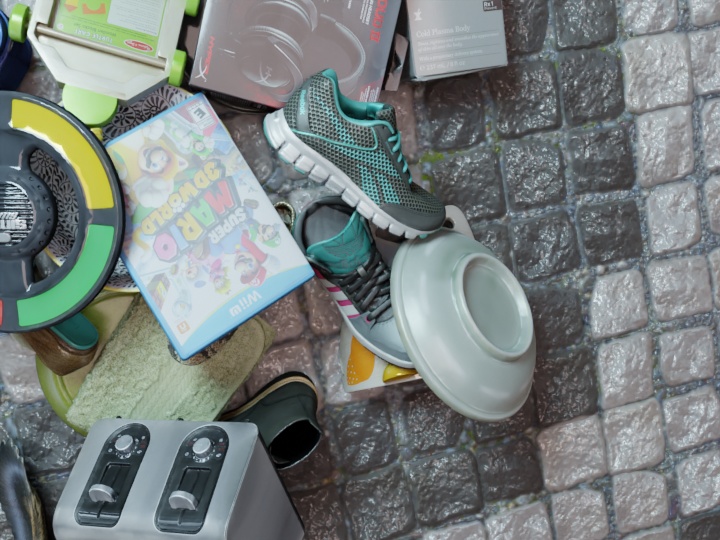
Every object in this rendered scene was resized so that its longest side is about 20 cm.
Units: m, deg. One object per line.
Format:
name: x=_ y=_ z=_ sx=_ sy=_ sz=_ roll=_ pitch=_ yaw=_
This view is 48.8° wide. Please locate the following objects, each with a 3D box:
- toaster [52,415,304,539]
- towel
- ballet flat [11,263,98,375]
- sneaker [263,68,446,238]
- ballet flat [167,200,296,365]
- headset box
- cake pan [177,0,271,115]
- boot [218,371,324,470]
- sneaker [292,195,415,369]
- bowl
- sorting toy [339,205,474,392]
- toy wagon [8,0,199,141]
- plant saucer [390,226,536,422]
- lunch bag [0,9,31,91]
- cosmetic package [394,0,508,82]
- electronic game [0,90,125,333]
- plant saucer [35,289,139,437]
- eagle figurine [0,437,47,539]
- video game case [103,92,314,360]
toaster: x=-0.160 y=0.239 z=0.738 sx=0.177 sy=0.120 sz=0.203 roll=-1 pitch=131 yaw=18
towel: x=-0.193 y=0.102 z=0.808 sx=0.147 sy=0.036 sz=0.202 roll=35 pitch=90 yaw=-13
ballet flat: x=-0.339 y=0.026 z=0.781 sx=0.200 sy=0.068 sz=0.072 roll=46 pitch=118 yaw=2
sneaker: x=0.012 y=-0.105 z=0.722 sx=0.198 sy=0.078 sz=0.091 roll=31 pitch=116 yaw=-25
ballet flat: x=-0.122 y=-0.001 z=0.771 sx=0.067 sy=0.076 sz=0.201 roll=29 pitch=51 yaw=7
headset box: x=-0.052 y=-0.222 z=0.759 sx=0.196 sy=0.077 sz=0.152 roll=13 pitch=96 yaw=-11
cake pan: x=-0.105 y=-0.262 z=0.802 sx=0.195 sy=0.037 sz=0.205 roll=-2 pitch=99 yaw=-10
boot: x=-0.123 y=0.194 z=0.813 sx=0.200 sy=0.138 sz=0.077 roll=-45 pitch=104 yaw=0
sneaker: x=0.000 y=0.000 z=0.769 sx=0.083 sy=0.121 sz=0.200 roll=-40 pitch=65 yaw=-9
bowl: x=-0.215 y=-0.073 z=0.768 sx=0.196 sy=0.094 sz=0.206 roll=2 pitch=79 yaw=-11
sorting toy: x=0.068 y=0.024 z=0.860 sx=0.195 sy=0.107 sz=0.184 roll=-9 pitch=81 yaw=-9
toy wagon: x=-0.233 y=-0.212 z=0.717 sx=0.152 sy=0.040 sz=0.205 roll=13 pitch=83 yaw=-14
plant saucer: x=0.116 y=0.041 z=0.768 sx=0.200 sy=0.201 sz=0.050 roll=47 pitch=132 yaw=-14
lunch bag: x=-0.395 y=-0.184 z=0.710 sx=0.134 sy=0.132 sz=0.202 roll=32 pitch=92 yaw=-13
cosmetic package: x=0.081 y=-0.302 z=0.806 sx=0.104 sy=0.090 sz=0.205 roll=-11 pitch=104 yaw=-8
electronic game: x=-0.297 y=-0.048 z=0.671 sx=0.195 sy=0.042 sz=0.205 roll=0 pitch=97 yaw=0
plant saucer: x=-0.241 y=0.093 z=0.832 sx=0.195 sy=0.031 sz=0.205 roll=-1 pitch=98 yaw=-10
eagle figurine: x=-0.312 y=0.287 z=0.808 sx=0.151 sy=0.149 sz=0.204 roll=29 pitch=63 yaw=-47
video game case: x=-0.151 y=-0.043 z=0.717 sx=0.142 sy=0.018 sz=0.202 roll=-32 pitch=86 yaw=-16
